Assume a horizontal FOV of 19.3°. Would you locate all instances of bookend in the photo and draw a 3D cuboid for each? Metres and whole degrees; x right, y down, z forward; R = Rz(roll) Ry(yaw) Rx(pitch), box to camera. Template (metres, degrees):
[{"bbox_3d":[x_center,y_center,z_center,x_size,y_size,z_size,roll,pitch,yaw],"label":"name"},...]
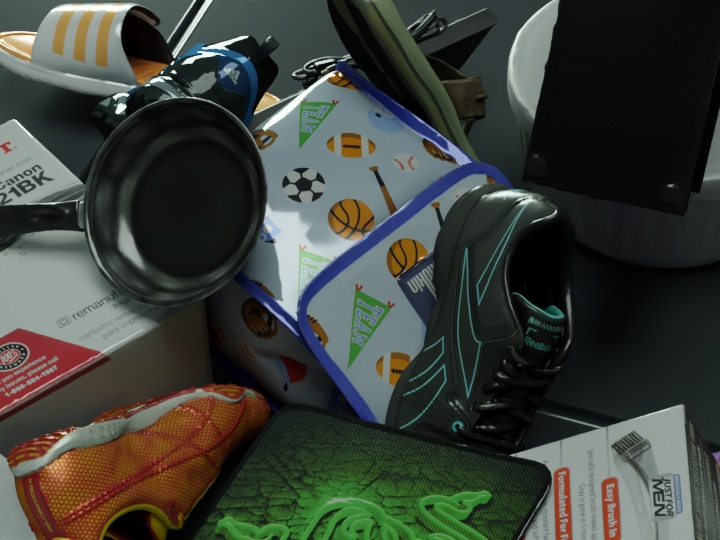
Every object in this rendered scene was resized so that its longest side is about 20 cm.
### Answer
[{"bbox_3d":[0.170,-0.134,1.219,0.092,0.199,0.200,13,2,12],"label":"bookend"}]

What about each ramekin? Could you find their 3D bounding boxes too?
[{"bbox_3d":[0.191,-0.088,1.323,0.202,0.094,0.203,0,45,0],"label":"ramekin"}]

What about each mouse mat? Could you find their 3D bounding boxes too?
[{"bbox_3d":[-0.014,0.144,1.070,0.200,0.008,0.161,10,57,43],"label":"mouse mat"}]

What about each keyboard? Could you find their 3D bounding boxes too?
[{"bbox_3d":[0.001,-0.122,1.340,0.200,0.127,0.021,-28,81,-25],"label":"keyboard"}]

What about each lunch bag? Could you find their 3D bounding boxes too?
[{"bbox_3d":[0.000,0.000,1.215,0.170,0.124,0.200,-38,65,-26],"label":"lunch bag"}]

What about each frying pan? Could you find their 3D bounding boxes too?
[{"bbox_3d":[-0.129,-0.019,1.161,0.190,0.031,0.115,-29,71,19],"label":"frying pan"}]

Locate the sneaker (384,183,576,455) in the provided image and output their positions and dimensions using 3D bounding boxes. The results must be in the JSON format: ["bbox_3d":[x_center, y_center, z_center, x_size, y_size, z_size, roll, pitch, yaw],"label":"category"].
[{"bbox_3d":[0.067,0.052,1.124,0.075,0.201,0.079,11,-3,-33],"label":"sneaker"}]

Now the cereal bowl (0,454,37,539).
[{"bbox_3d":[-0.201,0.171,1.020,0.083,0.200,0.200,-40,45,17],"label":"cereal bowl"}]

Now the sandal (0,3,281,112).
[{"bbox_3d":[-0.140,-0.144,1.386,0.206,0.059,0.079,14,20,8],"label":"sandal"}]

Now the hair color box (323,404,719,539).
[{"bbox_3d":[0.081,0.151,1.048,0.200,0.064,0.111,-19,40,21],"label":"hair color box"}]

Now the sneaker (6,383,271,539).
[{"bbox_3d":[-0.113,0.107,1.124,0.073,0.077,0.200,-18,0,34],"label":"sneaker"}]

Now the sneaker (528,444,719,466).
[{"bbox_3d":[0.174,0.126,1.111,0.200,0.089,0.081,19,49,19],"label":"sneaker"}]

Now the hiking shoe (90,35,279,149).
[{"bbox_3d":[-0.102,-0.092,1.280,0.087,0.075,0.200,-35,10,-16],"label":"hiking shoe"}]

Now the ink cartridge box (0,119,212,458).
[{"bbox_3d":[-0.201,0.020,1.218,0.144,0.084,0.200,-30,51,-26],"label":"ink cartridge box"}]

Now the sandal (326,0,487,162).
[{"bbox_3d":[0.046,-0.107,1.268,0.057,0.201,0.080,-44,46,-14],"label":"sandal"}]
